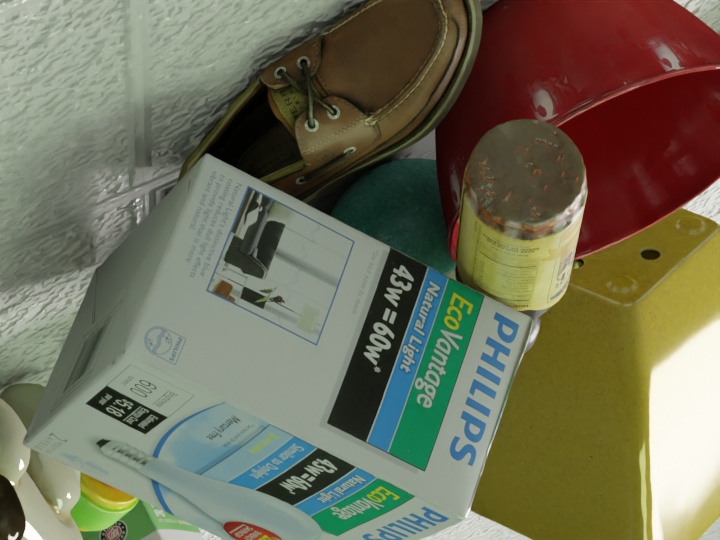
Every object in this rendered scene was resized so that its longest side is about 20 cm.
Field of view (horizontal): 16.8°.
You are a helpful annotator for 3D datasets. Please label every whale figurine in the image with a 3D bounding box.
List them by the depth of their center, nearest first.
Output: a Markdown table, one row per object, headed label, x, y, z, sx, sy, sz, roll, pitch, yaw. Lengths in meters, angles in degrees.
| label | x | y | z | sx | sy | sz | roll | pitch | yaw |
| --- | --- | --- | --- | --- | --- | --- | --- | --- | --- |
| whale figurine | 0.000 | 0.000 | 1.486 | 0.200 | 0.104 | 0.159 | -24 | -168 | 37 |

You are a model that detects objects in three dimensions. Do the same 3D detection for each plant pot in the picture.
| label | x | y | z | sx | sy | sz | roll | pitch | yaw |
| --- | --- | --- | --- | --- | --- | --- | --- | --- | --- |
| plant pot | 0.168 | 0.055 | 1.659 | 0.195 | 0.194 | 0.200 | -37 | 137 | -38 |

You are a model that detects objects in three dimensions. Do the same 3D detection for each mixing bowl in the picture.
| label | x | y | z | sx | sy | sz | roll | pitch | yaw |
| --- | --- | --- | --- | --- | --- | --- | --- | --- | --- |
| mixing bowl | 0.118 | -0.096 | 1.364 | 0.200 | 0.109 | 0.200 | -22 | 158 | -9 |

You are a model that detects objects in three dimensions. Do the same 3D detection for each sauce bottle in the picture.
| label | x | y | z | sx | sy | sz | roll | pitch | yaw |
| --- | --- | --- | --- | --- | --- | --- | --- | --- | --- |
| sauce bottle | 0.082 | -0.010 | 1.296 | 0.066 | 0.066 | 0.200 | -25 | 160 | -11 |

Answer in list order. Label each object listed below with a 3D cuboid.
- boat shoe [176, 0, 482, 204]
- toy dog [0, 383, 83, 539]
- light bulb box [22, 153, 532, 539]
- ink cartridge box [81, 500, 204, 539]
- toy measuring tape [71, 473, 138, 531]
| label | x | y | z | sx | sy | sz | roll | pitch | yaw |
| --- | --- | --- | --- | --- | --- | --- | --- | --- | --- |
| boat shoe | -0.018 | -0.083 | 1.269 | 0.068 | 0.072 | 0.200 | -7 | 151 | -49 |
| toy dog | -0.237 | 0.152 | 1.390 | 0.139 | 0.194 | 0.200 | -21 | 170 | 4 |
| light bulb box | -0.048 | 0.061 | 1.313 | 0.200 | 0.125 | 0.198 | 27 | 154 | -13 |
| ink cartridge box | -0.163 | 0.273 | 1.774 | 0.146 | 0.200 | 0.084 | -34 | 161 | 12 |
| toy measuring tape | -0.202 | 0.138 | 1.578 | 0.074 | 0.074 | 0.200 | -41 | 158 | 32 |
